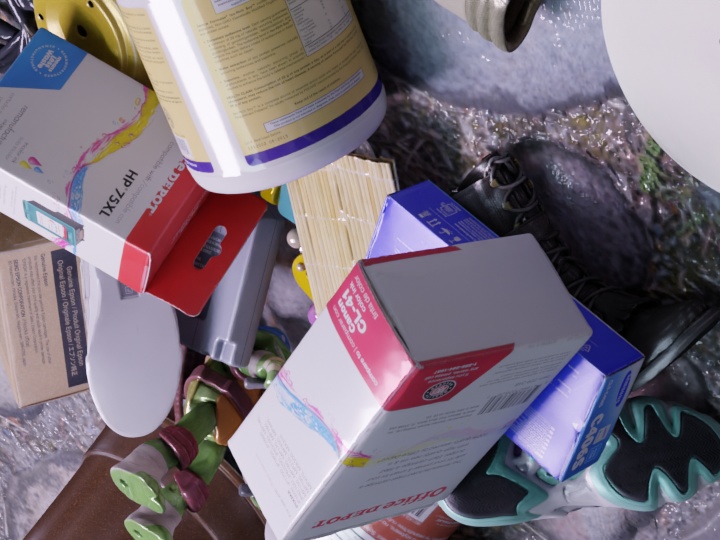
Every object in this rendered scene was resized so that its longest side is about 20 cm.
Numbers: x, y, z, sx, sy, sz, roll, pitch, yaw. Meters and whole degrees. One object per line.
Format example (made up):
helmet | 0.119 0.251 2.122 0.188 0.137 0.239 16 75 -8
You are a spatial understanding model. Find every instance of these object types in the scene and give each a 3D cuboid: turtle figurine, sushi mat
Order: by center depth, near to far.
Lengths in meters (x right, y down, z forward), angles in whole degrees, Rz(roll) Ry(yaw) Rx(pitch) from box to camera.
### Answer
sushi mat | 0.000 0.000 1.607 0.095 0.012 0.200 13 130 34
turtle figurine | -0.081 0.135 1.730 0.200 0.194 0.144 46 152 -1

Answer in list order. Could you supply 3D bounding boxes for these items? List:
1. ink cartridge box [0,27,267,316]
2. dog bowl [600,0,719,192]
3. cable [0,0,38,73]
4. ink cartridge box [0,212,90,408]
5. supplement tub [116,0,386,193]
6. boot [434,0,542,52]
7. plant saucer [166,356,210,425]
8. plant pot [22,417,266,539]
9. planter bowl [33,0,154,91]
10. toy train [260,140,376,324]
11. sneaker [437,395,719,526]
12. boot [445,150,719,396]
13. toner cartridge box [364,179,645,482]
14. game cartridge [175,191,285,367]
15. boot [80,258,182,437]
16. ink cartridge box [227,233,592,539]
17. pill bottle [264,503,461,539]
ink cartridge box | -0.172 -0.068 1.616 0.200 0.116 0.067 29 153 4
dog bowl | 0.233 -0.133 1.259 0.200 0.079 0.200 29 139 29
cable | -0.303 -0.246 1.797 0.200 0.051 0.163 56 150 -10
ink cartridge box | -0.273 -0.018 1.859 0.200 0.075 0.165 -118 19 -46
supplement tub | -0.079 -0.168 1.521 0.145 0.145 0.200 4 123 47
boot | 0.052 -0.235 1.379 0.155 0.072 0.200 36 147 22
plant saucer | -0.156 0.045 1.890 0.200 0.037 0.201 30 140 29
plant pot | -0.203 0.255 1.960 0.200 0.198 0.200 32 152 19
planter bowl | -0.178 -0.190 1.666 0.200 0.083 0.201 29 139 29
toy train | 0.012 -0.018 1.637 0.150 0.056 0.200 -3 119 43
sneaker | 0.153 0.131 1.582 0.140 0.199 0.078 30 -125 -81
boot | 0.128 0.000 1.507 0.200 0.069 0.174 -24 98 51
toner cartridge box | 0.086 0.037 1.497 0.200 0.043 0.095 41 133 26
game cartridge | -0.133 -0.016 1.743 0.200 0.041 0.134 22 96 49
boot | -0.170 0.020 1.708 0.096 0.073 0.201 -147 55 -86
ink cartridge box | 0.027 0.074 1.426 0.200 0.147 0.086 -52 59 43
pill bottle | 0.001 0.184 1.701 0.112 0.112 0.200 45 112 9
